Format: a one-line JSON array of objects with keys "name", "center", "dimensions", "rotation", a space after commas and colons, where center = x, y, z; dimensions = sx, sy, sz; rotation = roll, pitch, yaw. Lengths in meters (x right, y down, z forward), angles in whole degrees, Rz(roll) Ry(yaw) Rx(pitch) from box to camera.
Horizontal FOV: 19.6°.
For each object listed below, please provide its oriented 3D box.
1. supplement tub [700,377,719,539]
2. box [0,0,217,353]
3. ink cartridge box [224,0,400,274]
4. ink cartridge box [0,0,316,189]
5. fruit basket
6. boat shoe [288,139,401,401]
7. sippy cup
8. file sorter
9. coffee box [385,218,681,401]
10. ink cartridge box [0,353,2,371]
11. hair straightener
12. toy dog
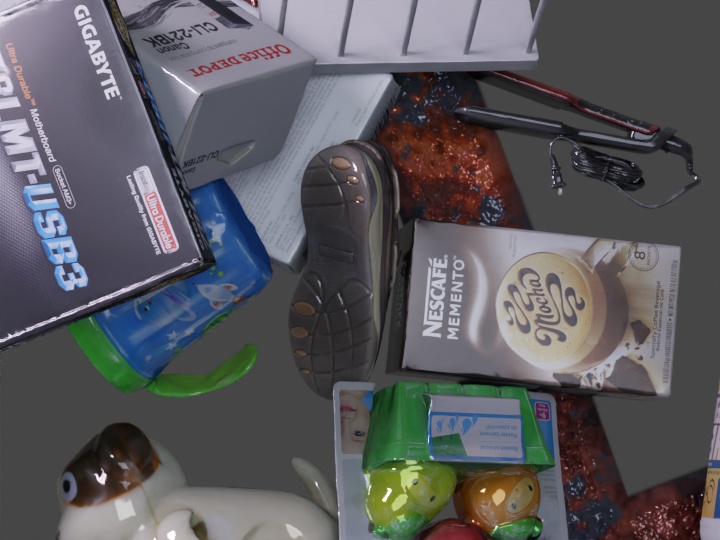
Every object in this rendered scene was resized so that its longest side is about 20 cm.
[{"name": "supplement tub", "center": [0.324, 0.146, 1.505], "dimensions": [0.144, 0.145, 0.200], "rotation": [9, 83, -7]}, {"name": "box", "center": [-0.218, -0.058, 1.325], "dimensions": [0.198, 0.050, 0.200], "rotation": [-21, 87, 8]}, {"name": "ink cartridge box", "center": [-0.095, -0.112, 1.529], "dimensions": [0.200, 0.057, 0.163], "rotation": [27, 82, 13]}, {"name": "ink cartridge box", "center": [-0.153, -0.149, 1.427], "dimensions": [0.200, 0.144, 0.084], "rotation": [36, 120, 19]}, {"name": "fruit basket", "center": [0.070, 0.177, 1.467], "dimensions": [0.185, 0.094, 0.200], "rotation": [5, 67, -24]}, {"name": "boat shoe", "center": [0.000, 0.000, 1.488], "dimensions": [0.074, 0.073, 0.200], "rotation": [21, 120, 27]}, {"name": "sippy cup", "center": [-0.137, -0.003, 1.443], "dimensions": [0.130, 0.178, 0.140], "rotation": [-29, 61, 6]}, {"name": "file sorter", "center": [0.029, -0.233, 1.487], "dimensions": [0.200, 0.125, 0.139], "rotation": [-2, 60, -8]}, {"name": "coffee box", "center": [0.124, 0.030, 1.520], "dimensions": [0.200, 0.080, 0.113], "rotation": [6, 85, -8]}, {"name": "ink cartridge box", "center": [-0.288, 0.041, 1.428], "dimensions": [0.084, 0.145, 0.200], "rotation": [4, 84, -6]}, {"name": "hair straightener", "center": [0.162, -0.090, 1.562], "dimensions": [0.200, 0.041, 0.077], "rotation": [19, 83, -10]}, {"name": "toy dog", "center": [-0.118, 0.185, 1.446], "dimensions": [0.200, 0.140, 0.194], "rotation": [29, 69, -5]}]
